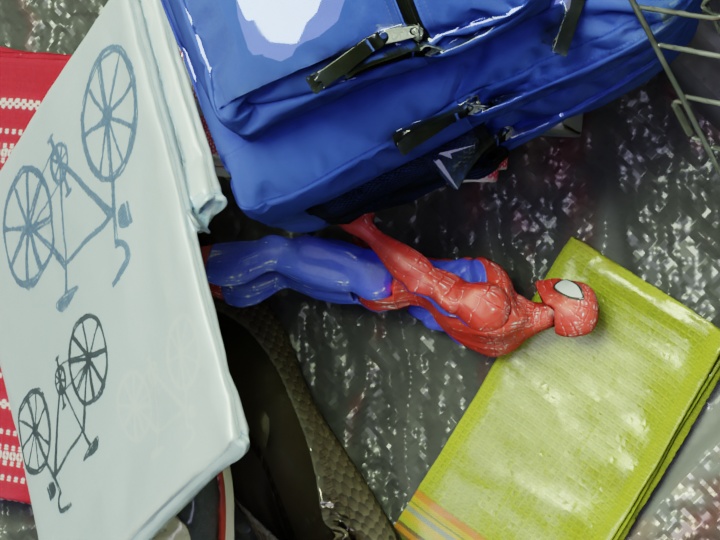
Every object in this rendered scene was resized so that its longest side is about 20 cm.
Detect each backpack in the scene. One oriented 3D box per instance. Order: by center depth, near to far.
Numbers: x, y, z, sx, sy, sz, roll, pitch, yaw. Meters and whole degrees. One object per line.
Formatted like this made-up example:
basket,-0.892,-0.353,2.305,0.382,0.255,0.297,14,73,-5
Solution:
backpack,0.029,-0.114,0.779,0.199,0.168,0.163,-21,88,4

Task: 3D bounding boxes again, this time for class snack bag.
snack bag,-0.098,0.016,0.840,0.189,0.021,0.201,-46,52,48

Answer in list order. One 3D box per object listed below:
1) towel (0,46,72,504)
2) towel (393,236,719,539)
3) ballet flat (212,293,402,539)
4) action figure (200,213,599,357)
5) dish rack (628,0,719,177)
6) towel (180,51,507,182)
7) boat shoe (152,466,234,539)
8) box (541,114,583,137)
towel,-0.164,-0.002,0.962,0.144,0.022,0.201,6,89,29
towel,0.070,0.092,0.897,0.086,0.018,0.201,33,97,16
ballet flat,-0.049,0.065,0.916,0.067,0.046,0.200,-40,71,15
action figure,0.000,0.000,0.890,0.199,0.065,0.052,13,73,11
dish rack,0.150,-0.119,0.715,0.153,0.200,0.054,-41,33,-13
towel,-0.006,-0.137,0.884,0.145,0.030,0.201,2,88,16
boat shoe,-0.095,0.129,0.903,0.071,0.062,0.201,9,103,53
box,0.022,-0.160,0.913,0.155,0.041,0.201,3,89,17
